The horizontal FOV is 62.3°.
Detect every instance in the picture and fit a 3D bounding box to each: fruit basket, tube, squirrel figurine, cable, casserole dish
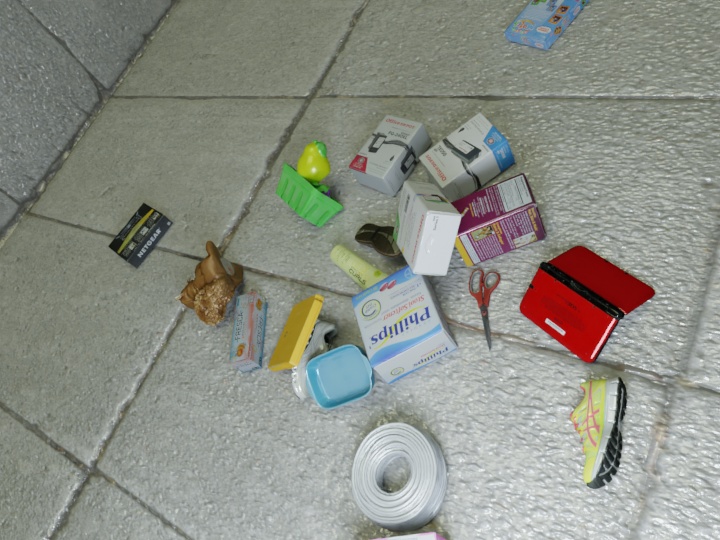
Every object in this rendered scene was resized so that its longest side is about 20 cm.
[{"bbox_3d":[-0.134,-0.259,1.702,0.212,0.154,0.221,-17,62,34],"label":"fruit basket"},{"bbox_3d":[0.000,0.000,1.521,0.199,0.051,0.059,39,123,37],"label":"tube"},{"bbox_3d":[-0.440,0.059,1.693,0.185,0.141,0.202,-35,45,14],"label":"squirrel figurine"},{"bbox_3d":[0.075,0.405,1.183,0.196,0.069,0.203,6,63,34],"label":"cable"},{"bbox_3d":[-0.043,0.238,1.344,0.198,0.038,0.124,-27,81,34],"label":"casserole dish"}]

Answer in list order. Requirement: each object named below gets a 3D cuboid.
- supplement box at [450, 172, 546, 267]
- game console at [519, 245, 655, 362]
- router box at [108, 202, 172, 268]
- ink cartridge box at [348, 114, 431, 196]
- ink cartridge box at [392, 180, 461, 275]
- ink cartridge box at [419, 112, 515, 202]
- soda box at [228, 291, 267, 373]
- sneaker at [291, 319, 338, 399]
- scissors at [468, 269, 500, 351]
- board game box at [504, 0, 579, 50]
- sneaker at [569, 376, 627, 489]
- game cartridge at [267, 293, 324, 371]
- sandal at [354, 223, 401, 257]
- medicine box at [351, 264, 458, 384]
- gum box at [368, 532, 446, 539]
[{"bbox_3d":[0.304,-0.112,1.353,0.196,0.131,0.105,-20,50,17],"label":"supplement box"},{"bbox_3d":[0.457,0.063,1.218,0.200,0.117,0.175,42,116,43],"label":"game console"},{"bbox_3d":[-0.764,-0.124,2.066,0.156,0.052,0.202,26,75,40],"label":"router box"},{"bbox_3d":[0.084,-0.326,1.665,0.144,0.084,0.202,25,75,40],"label":"ink cartridge box"},{"bbox_3d":[0.146,-0.099,1.352,0.082,0.148,0.201,5,25,-14],"label":"ink cartridge box"},{"bbox_3d":[0.269,-0.283,1.522,0.198,0.084,0.146,-35,47,6],"label":"ink cartridge box"},{"bbox_3d":[-0.296,0.161,1.576,0.062,0.069,0.204,-16,52,21],"label":"soda box"},{"bbox_3d":[-0.110,0.210,1.433,0.079,0.075,0.204,3,61,22],"label":"sneaker"},{"bbox_3d":[0.268,0.086,1.323,0.072,0.014,0.204,-2,60,27],"label":"scissors"},{"bbox_3d":[0.530,-0.726,1.696,0.201,0.037,0.151,-48,48,-6],"label":"board game box"},{"bbox_3d":[0.415,0.286,1.062,0.089,0.078,0.203,-2,53,39],"label":"sneaker"},{"bbox_3d":[-0.156,0.155,1.444,0.199,0.032,0.179,-25,40,64],"label":"game cartridge"},{"bbox_3d":[0.055,-0.070,1.536,0.082,0.055,0.198,-50,33,-16],"label":"sandal"},{"bbox_3d":[0.095,0.118,1.344,0.180,0.103,0.202,-29,48,11],"label":"medicine box"},{"bbox_3d":[0.065,0.529,1.074,0.196,0.114,0.067,-16,51,21],"label":"gum box"}]
